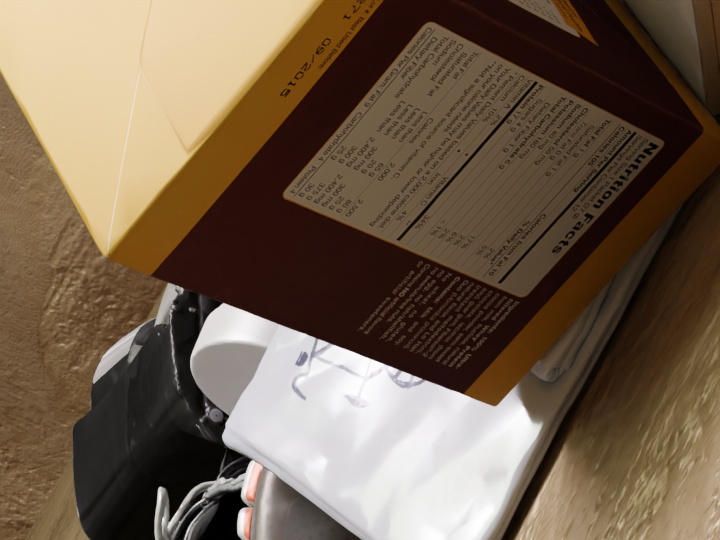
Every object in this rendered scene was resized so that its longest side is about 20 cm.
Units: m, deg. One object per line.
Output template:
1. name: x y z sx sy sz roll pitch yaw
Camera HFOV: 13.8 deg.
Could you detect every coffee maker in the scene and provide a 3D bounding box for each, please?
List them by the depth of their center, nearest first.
1. coffee maker: -0.080 0.084 1.571 0.200 0.135 0.192 -54 13 58

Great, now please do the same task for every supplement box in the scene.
1. supplement box: -0.014 -0.085 1.046 0.133 0.200 0.197 -48 47 18

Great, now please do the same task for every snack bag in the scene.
1. snack bag: 0.027 0.010 1.139 0.189 0.021 0.200 32 96 53

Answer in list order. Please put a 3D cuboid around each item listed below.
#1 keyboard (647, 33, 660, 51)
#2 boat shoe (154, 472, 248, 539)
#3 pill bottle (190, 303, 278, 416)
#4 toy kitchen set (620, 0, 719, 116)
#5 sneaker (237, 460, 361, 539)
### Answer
1. keyboard: 0.057 -0.015 1.188 0.200 0.040 0.104 -38 30 25
2. boat shoe: -0.063 0.131 1.371 0.199 0.068 0.074 -23 68 60
3. pill bottle: -0.002 -0.020 1.451 0.200 0.116 0.116 -66 7 -28
4. toy kitchen set: 0.162 -0.173 1.077 0.200 0.180 0.163 74 170 -54
5. sneaker: 0.013 0.060 1.223 0.082 0.077 0.200 -34 30 62
